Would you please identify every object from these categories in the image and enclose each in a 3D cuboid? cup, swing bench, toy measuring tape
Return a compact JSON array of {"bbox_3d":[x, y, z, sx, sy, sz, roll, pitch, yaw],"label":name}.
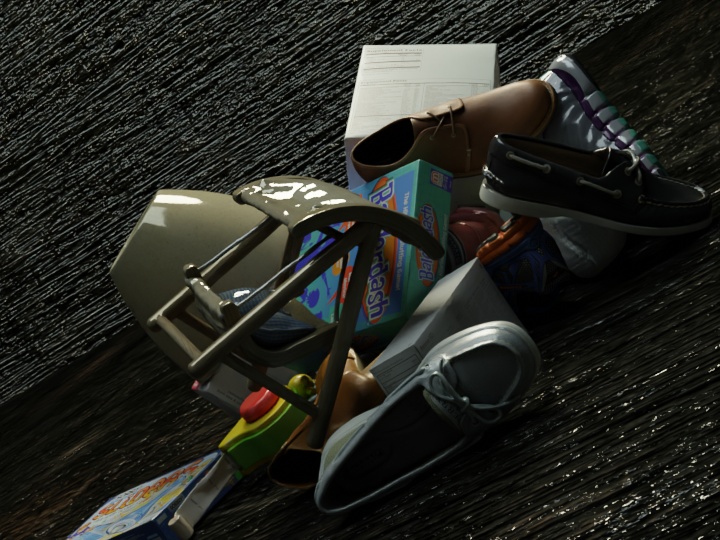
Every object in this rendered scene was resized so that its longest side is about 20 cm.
[{"bbox_3d":[-0.175,-0.004,1.689,0.201,0.143,0.200,-57,9,14],"label":"cup"},{"bbox_3d":[-0.059,0.011,1.352,0.200,0.130,0.199,-58,20,-2],"label":"swing bench"},{"bbox_3d":[-0.099,0.167,1.496,0.200,0.074,0.073,-50,15,-32],"label":"toy measuring tape"}]

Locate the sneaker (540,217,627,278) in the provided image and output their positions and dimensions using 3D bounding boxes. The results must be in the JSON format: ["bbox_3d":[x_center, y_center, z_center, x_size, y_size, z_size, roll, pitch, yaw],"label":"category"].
[{"bbox_3d":[0.207,-0.045,1.486,0.105,0.076,0.200,-35,7,-21],"label":"sneaker"}]

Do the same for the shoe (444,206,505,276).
[{"bbox_3d":[0.054,-0.004,1.558,0.091,0.072,0.200,-24,-1,-40],"label":"shoe"}]

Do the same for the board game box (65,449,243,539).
[{"bbox_3d":[-0.216,0.246,1.582,0.200,0.035,0.135,-28,9,38],"label":"board game box"}]

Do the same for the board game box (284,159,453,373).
[{"bbox_3d":[0.000,0.000,1.492,0.200,0.045,0.153,-22,55,48],"label":"board game box"}]

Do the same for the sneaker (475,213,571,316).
[{"bbox_3d":[0.138,0.012,1.448,0.075,0.079,0.200,-39,-9,-10],"label":"sneaker"}]

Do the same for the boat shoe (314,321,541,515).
[{"bbox_3d":[0.047,0.112,1.187,0.202,0.075,0.065,-35,12,23],"label":"boat shoe"}]

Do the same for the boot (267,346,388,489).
[{"bbox_3d":[-0.033,0.132,1.409,0.144,0.071,0.201,-44,7,-26],"label":"boot"}]

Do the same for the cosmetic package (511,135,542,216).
[{"bbox_3d":[0.196,-0.092,1.606,0.101,0.071,0.200,-32,-13,-1],"label":"cosmetic package"}]

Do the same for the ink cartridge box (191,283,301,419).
[{"bbox_3d":[-0.092,0.063,1.739,0.200,0.085,0.146,-58,9,-9],"label":"ink cartridge box"}]

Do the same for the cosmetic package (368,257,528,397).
[{"bbox_3d":[0.075,0.065,1.316,0.051,0.083,0.200,-29,8,26],"label":"cosmetic package"}]

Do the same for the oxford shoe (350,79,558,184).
[{"bbox_3d":[0.084,-0.124,1.476,0.199,0.072,0.071,-24,-27,17],"label":"oxford shoe"}]

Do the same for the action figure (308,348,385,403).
[{"bbox_3d":[-0.014,0.102,1.592,0.200,0.055,0.118,-38,10,-4],"label":"action figure"}]

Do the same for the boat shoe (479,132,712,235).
[{"bbox_3d":[0.201,-0.076,1.362,0.199,0.061,0.074,9,25,2],"label":"boat shoe"}]

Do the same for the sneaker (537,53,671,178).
[{"bbox_3d":[0.213,-0.100,1.470,0.087,0.200,0.074,-38,-29,9],"label":"sneaker"}]

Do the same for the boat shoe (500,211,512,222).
[{"bbox_3d":[0.094,-0.007,1.800,0.091,0.071,0.200,-39,0,42],"label":"boat shoe"}]

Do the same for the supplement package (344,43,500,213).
[{"bbox_3d":[0.070,-0.105,1.667,0.146,0.192,0.200,0,34,7],"label":"supplement package"}]
